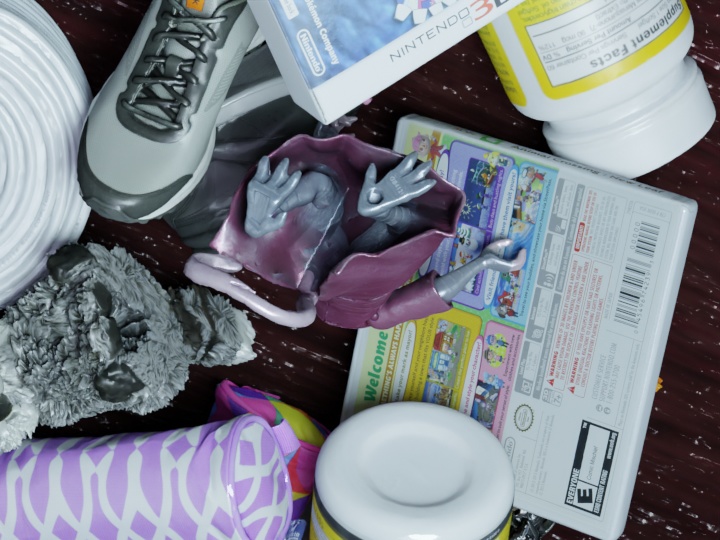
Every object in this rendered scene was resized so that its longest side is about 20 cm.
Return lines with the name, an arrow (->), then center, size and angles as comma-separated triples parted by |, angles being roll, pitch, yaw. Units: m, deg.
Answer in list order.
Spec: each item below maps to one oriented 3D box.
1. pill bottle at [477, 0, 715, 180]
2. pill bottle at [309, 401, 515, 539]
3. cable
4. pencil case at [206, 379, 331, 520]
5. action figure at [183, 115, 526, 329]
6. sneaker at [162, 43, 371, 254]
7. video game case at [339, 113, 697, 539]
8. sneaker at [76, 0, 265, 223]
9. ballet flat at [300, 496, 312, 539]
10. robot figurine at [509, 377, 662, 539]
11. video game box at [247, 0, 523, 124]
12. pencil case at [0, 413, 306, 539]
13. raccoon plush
pill bottle -> 0.116, -0.155, 1.492 | 0.114, 0.114, 0.201 | -27, 110, 1
pill bottle -> 0.024, 0.181, 1.524 | 0.111, 0.112, 0.201 | -1, 130, -8
cable -> -0.243, -0.068, 1.488 | 0.199, 0.069, 0.201 | -5, 109, -7
pencil case -> -0.094, 0.162, 1.581 | 0.088, 0.088, 0.201 | 30, 100, -17
action figure -> 0.000, 0.000, 1.445 | 0.134, 0.200, 0.149 | 31, 75, 12
sneaker -> -0.033, -0.075, 1.523 | 0.199, 0.071, 0.100 | -27, 115, 3
video game case -> 0.085, 0.031, 1.517 | 0.181, 0.022, 0.201 | 18, 108, 24
sneaker -> -0.097, -0.117, 1.448 | 0.074, 0.079, 0.201 | 23, 70, 9
ballet flat -> -0.056, 0.215, 1.618 | 0.046, 0.067, 0.201 | 20, 106, -34
robot figurine -> 0.078, 0.108, 1.601 | 0.145, 0.058, 0.200 | 38, 99, -15
video game box -> 0.013, -0.202, 1.338 | 0.182, 0.047, 0.201 | -34, 123, -13
pencil case -> -0.133, 0.122, 1.513 | 0.199, 0.086, 0.084 | -5, 132, 22
raccoon plush -> -0.157, 0.065, 1.510 | 0.134, 0.097, 0.200 | -29, 150, 23
